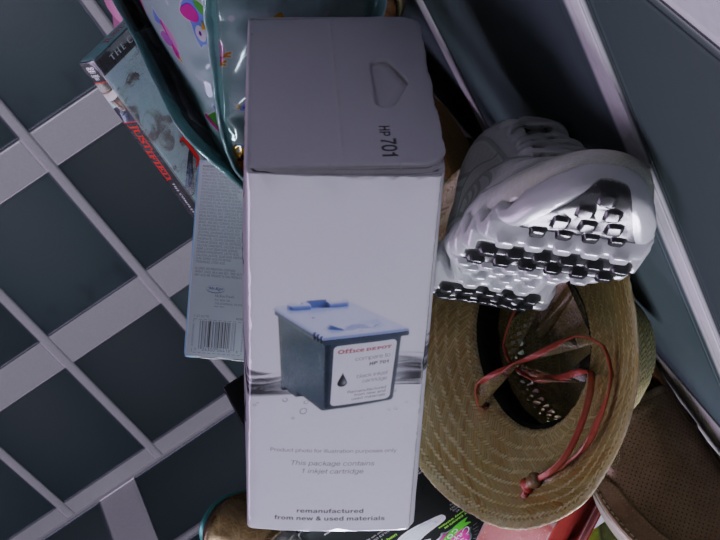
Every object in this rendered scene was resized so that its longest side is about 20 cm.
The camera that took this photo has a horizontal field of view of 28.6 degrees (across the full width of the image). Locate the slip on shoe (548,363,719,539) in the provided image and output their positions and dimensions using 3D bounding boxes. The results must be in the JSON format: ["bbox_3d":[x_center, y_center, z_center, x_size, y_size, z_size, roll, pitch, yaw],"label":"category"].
[{"bbox_3d":[0.159,0.092,0.805,0.061,0.076,0.200,84,162,-54],"label":"slip on shoe"}]

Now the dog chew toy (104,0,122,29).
[{"bbox_3d":[-0.127,-0.186,1.054,0.125,0.124,0.200,56,-176,26],"label":"dog chew toy"}]

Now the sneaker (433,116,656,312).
[{"bbox_3d":[0.072,-0.032,0.608,0.200,0.075,0.081,148,132,-77],"label":"sneaker"}]

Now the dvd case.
[{"bbox_3d":[-0.090,-0.113,0.992,0.022,0.146,0.200,5,137,48],"label":"dvd case"}]

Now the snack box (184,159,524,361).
[{"bbox_3d":[0.000,0.000,0.836,0.037,0.199,0.117,-160,75,-87],"label":"snack box"}]

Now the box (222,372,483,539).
[{"bbox_3d":[0.014,0.150,1.035,0.149,0.124,0.200,57,178,42],"label":"box"}]

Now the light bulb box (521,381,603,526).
[{"bbox_3d":[0.110,0.071,1.055,0.200,0.125,0.198,55,179,45],"label":"light bulb box"}]

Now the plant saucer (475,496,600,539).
[{"bbox_3d":[0.112,0.179,0.906,0.037,0.200,0.200,32,-150,20],"label":"plant saucer"}]

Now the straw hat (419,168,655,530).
[{"bbox_3d":[0.104,0.039,0.737,0.085,0.201,0.201,5,-146,-33],"label":"straw hat"}]

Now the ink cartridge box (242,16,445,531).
[{"bbox_3d":[-0.013,0.000,0.667,0.147,0.086,0.200,-95,5,-55],"label":"ink cartridge box"}]

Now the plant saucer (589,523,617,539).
[{"bbox_3d":[0.215,0.227,1.220,0.200,0.048,0.200,56,-156,-36],"label":"plant saucer"}]

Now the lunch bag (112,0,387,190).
[{"bbox_3d":[-0.067,-0.150,0.759,0.171,0.122,0.200,58,156,35],"label":"lunch bag"}]

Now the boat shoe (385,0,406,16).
[{"bbox_3d":[-0.041,-0.139,0.886,0.072,0.068,0.200,38,158,-18],"label":"boat shoe"}]

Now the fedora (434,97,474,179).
[{"bbox_3d":[0.027,-0.045,0.959,0.200,0.082,0.201,18,117,40],"label":"fedora"}]

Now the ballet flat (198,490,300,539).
[{"bbox_3d":[-0.050,0.213,1.034,0.072,0.068,0.200,33,168,26],"label":"ballet flat"}]
